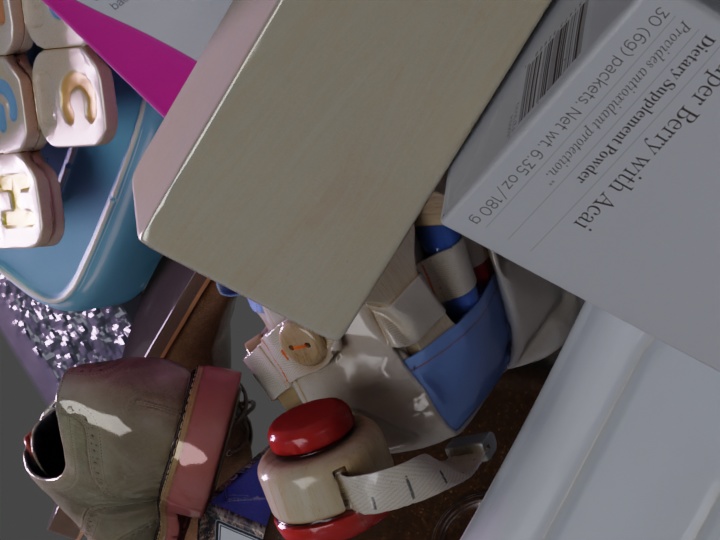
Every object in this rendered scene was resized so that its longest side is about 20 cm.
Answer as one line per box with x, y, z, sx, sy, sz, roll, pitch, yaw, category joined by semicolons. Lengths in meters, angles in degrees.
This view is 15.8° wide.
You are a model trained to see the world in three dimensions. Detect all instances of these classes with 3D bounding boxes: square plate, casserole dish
0.143;0.102;0.916;0.197;0.028;0.201;28;94;-1;square plate
-0.129;-0.062;1.109;0.121;0.039;0.200;37;130;13;casserole dish

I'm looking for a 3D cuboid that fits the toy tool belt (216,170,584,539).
0.000;0.000;0.949;0.124;0.200;0.123;-12;110;29;toy tool belt

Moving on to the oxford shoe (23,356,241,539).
-0.097;0.073;1.031;0.074;0.071;0.200;16;156;-6;oxford shoe

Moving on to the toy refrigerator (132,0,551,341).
0.008;-0.087;0.819;0.076;0.070;0.201;27;105;-16;toy refrigerator

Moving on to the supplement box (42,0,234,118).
-0.057;-0.132;0.886;0.101;0.104;0.200;-33;122;23;supplement box

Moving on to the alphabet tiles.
-0.168;-0.108;1.080;0.195;0.015;0.201;1;101;50;alphabet tiles

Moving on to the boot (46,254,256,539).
-0.071;0.050;1.124;0.075;0.074;0.200;22;129;-6;boot

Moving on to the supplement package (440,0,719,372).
0.144;-0.043;0.826;0.199;0.120;0.121;27;132;-15;supplement package

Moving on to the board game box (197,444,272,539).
0.018;0.184;1.100;0.159;0.097;0.201;21;124;24;board game box

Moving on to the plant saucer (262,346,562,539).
0.050;0.110;0.984;0.200;0.201;0.037;20;162;25;plant saucer
